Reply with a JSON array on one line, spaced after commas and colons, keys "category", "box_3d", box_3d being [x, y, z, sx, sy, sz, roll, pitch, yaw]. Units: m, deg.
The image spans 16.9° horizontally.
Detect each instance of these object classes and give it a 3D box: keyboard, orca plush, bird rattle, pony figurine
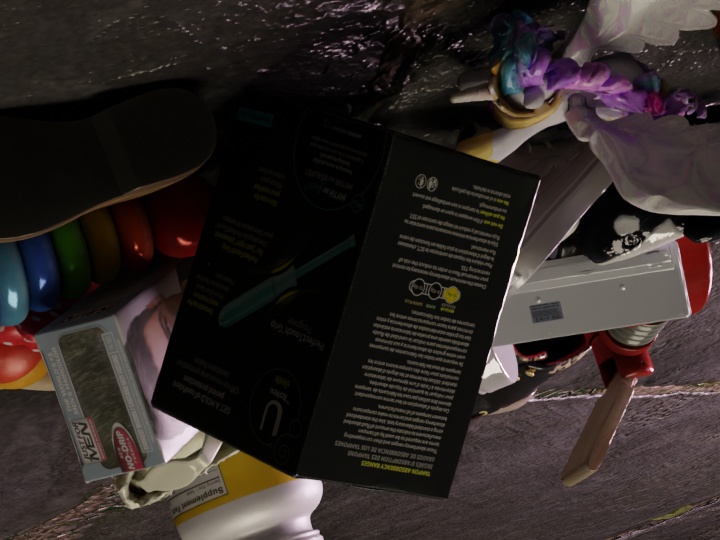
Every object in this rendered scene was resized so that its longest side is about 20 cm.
[{"category": "keyboard", "box_3d": [0.128, 0.021, 1.690, 0.199, 0.057, 0.011, -9, -158, 15]}, {"category": "orca plush", "box_3d": [0.231, -0.080, 1.644, 0.199, 0.106, 0.071, -21, 137, -4]}, {"category": "bird rattle", "box_3d": [-0.217, 0.051, 1.618, 0.162, 0.114, 0.200, -6, 164, 25]}, {"category": "pony figurine", "box_3d": [0.143, -0.104, 1.424, 0.191, 0.168, 0.200, -7, 177, -2]}]

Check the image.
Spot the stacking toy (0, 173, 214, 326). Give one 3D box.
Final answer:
[{"category": "stacking toy", "box_3d": [-0.179, -0.017, 1.490, 0.199, 0.086, 0.085, -18, 163, -17]}]

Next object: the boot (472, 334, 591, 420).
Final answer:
[{"category": "boot", "box_3d": [0.095, 0.083, 2.011, 0.199, 0.074, 0.151, -10, 162, -31]}]

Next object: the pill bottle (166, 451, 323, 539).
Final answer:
[{"category": "pill bottle", "box_3d": [-0.094, 0.132, 1.766, 0.112, 0.201, 0.112, -20, 171, -3]}]

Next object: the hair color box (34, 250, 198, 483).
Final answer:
[{"category": "hair color box", "box_3d": [-0.126, 0.048, 1.538, 0.060, 0.100, 0.200, -14, -167, 22]}]

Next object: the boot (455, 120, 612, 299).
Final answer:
[{"category": "boot", "box_3d": [0.109, -0.069, 1.581, 0.074, 0.096, 0.200, -46, 180, 42]}]

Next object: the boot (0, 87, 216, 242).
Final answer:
[{"category": "boot", "box_3d": [-0.184, -0.052, 1.393, 0.199, 0.074, 0.075, -12, 172, -19]}]

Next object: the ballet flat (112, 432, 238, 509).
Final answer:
[{"category": "ballet flat", "box_3d": [-0.093, 0.108, 1.666, 0.199, 0.072, 0.072, -33, 157, 22]}]

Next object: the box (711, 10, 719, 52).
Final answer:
[{"category": "box", "box_3d": [0.312, -0.089, 1.503, 0.121, 0.194, 0.200, -21, 161, 15]}]

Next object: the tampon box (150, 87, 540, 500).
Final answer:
[{"category": "tampon box", "box_3d": [-0.009, 0.014, 1.424, 0.126, 0.201, 0.149, 13, -175, -42]}]

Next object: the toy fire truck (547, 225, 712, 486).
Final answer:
[{"category": "toy fire truck", "box_3d": [0.187, 0.037, 1.752, 0.128, 0.201, 0.176, -11, 161, -17]}]

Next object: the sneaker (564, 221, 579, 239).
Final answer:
[{"category": "sneaker", "box_3d": [0.073, -0.022, 1.717, 0.088, 0.076, 0.200, 7, 146, -26]}]

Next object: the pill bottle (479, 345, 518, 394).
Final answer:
[{"category": "pill bottle", "box_3d": [0.016, 0.082, 1.876, 0.199, 0.112, 0.111, -21, 161, 14]}]
